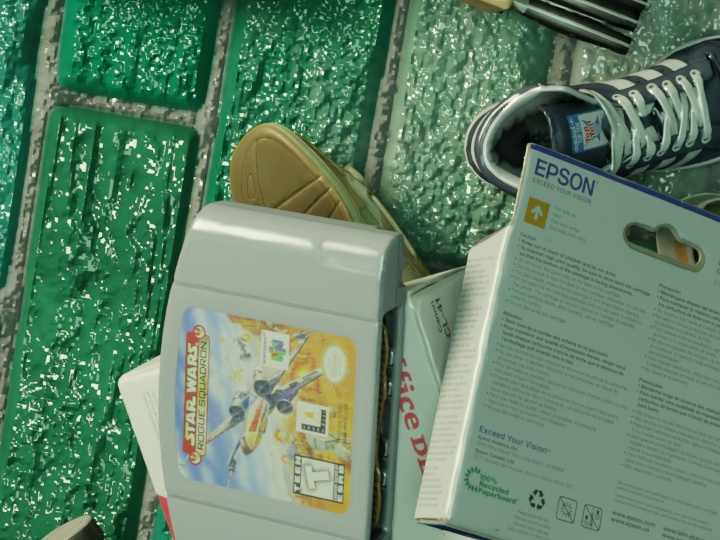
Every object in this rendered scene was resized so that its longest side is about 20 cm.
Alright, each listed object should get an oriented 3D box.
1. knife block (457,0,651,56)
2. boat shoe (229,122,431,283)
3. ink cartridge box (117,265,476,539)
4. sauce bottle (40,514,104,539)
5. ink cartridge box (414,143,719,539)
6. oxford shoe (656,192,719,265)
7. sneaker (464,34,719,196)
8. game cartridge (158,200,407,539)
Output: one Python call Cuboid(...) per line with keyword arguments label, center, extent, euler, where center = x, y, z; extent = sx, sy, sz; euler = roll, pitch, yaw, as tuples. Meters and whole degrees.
Cuboid(label="knife block", center=(0.057, -0.174, 1.321), extent=(0.199, 0.064, 0.177), euler=(-25, 96, -4))
Cuboid(label="boat shoe", center=(0.002, -0.001, 1.360), extent=(0.201, 0.063, 0.073), euler=(49, 121, 7))
Cuboid(label="ink cartridge box", center=(-0.015, 0.095, 1.310), extent=(0.199, 0.085, 0.149), euler=(-16, 95, 29))
Cuboid(label="sauce bottle", center=(-0.121, 0.233, 1.349), extent=(0.064, 0.065, 0.201), euler=(-28, 98, 6))
Cuboid(label="ink cartridge box", center=(0.135, 0.059, 1.253), extent=(0.195, 0.043, 0.202), euler=(19, 76, -28))
Cuboid(label="oxford shoe", center=(0.265, -0.006, 1.332), extent=(0.198, 0.058, 0.076), euler=(8, 91, 3))
Cuboid(label="sneaker", center=(0.153, -0.083, 1.310), extent=(0.198, 0.108, 0.071), euler=(-14, 93, 6))
Cuboid(label="game cartridge", center=(-0.043, 0.069, 1.250), extent=(0.132, 0.041, 0.202), euler=(8, 105, 22))
